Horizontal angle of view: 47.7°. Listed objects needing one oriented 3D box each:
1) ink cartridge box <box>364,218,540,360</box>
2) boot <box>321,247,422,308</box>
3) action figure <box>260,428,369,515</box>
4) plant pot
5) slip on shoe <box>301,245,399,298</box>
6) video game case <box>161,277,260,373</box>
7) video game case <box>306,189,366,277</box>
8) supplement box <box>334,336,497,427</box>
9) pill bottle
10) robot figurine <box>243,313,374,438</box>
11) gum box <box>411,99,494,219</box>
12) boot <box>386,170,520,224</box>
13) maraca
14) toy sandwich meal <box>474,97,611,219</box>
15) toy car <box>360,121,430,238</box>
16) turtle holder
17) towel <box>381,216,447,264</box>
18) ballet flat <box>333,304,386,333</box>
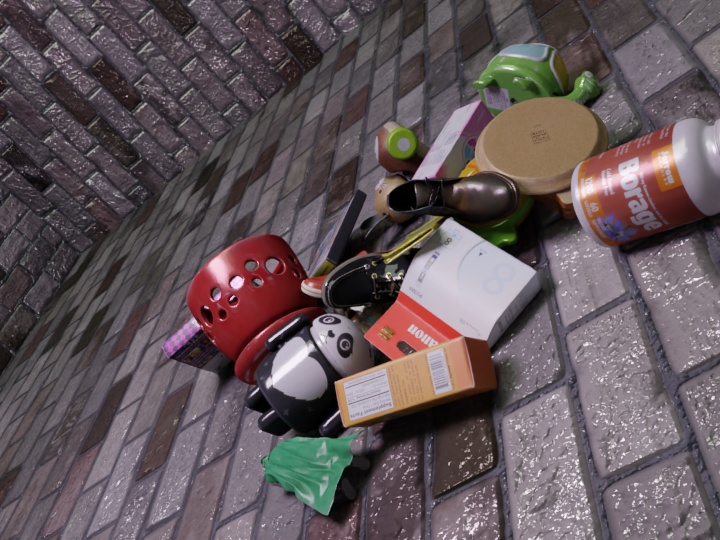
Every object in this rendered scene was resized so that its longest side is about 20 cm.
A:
[{"bbox_3d":[0.114,0.045,1.073,0.200,0.047,0.160,-47,54,-11],"label":"ink cartridge box"},{"bbox_3d":[0.057,0.021,1.188,0.201,0.074,0.153,-15,18,-22],"label":"boot"},{"bbox_3d":[-0.073,0.264,1.093,0.199,0.055,0.119,-7,44,49],"label":"action figure"},{"bbox_3d":[-0.158,0.070,1.340,0.200,0.200,0.183,-41,67,5],"label":"plant pot"},{"bbox_3d":[0.000,0.000,1.294,0.197,0.062,0.074,-13,18,-11],"label":"slip on shoe"},{"bbox_3d":[-0.249,0.105,1.530,0.200,0.181,0.036,-43,65,5],"label":"video game case"},{"bbox_3d":[-0.062,-0.032,1.535,0.181,0.025,0.201,-52,12,45],"label":"video game case"},{"bbox_3d":[0.066,0.142,1.014,0.198,0.066,0.070,-21,70,32],"label":"supplement box"},{"bbox_3d":[0.355,-0.106,0.940,0.199,0.112,0.113,-22,31,43],"label":"pill bottle"},{"bbox_3d":[-0.073,0.153,1.186,0.199,0.151,0.125,-39,12,4],"label":"robot figurine"},{"bbox_3d":[0.171,-0.169,1.347,0.066,0.114,0.201,-12,38,51],"label":"gum box"},{"bbox_3d":[0.123,-0.095,1.118,0.096,0.076,0.199,-11,9,-33],"label":"boot"},{"bbox_3d":[0.193,-0.098,1.204,0.136,0.107,0.202,-6,50,37],"label":"maraca"},{"bbox_3d":[0.261,-0.161,1.144,0.202,0.071,0.207,-10,50,12],"label":"toy sandwich meal"},{"bbox_3d":[0.058,-0.151,1.484,0.201,0.157,0.164,-53,9,9],"label":"toy car"},{"bbox_3d":[0.293,-0.318,1.367,0.132,0.141,0.185,-53,23,-24],"label":"turtle holder"},{"bbox_3d":[0.086,-0.053,1.189,0.086,0.018,0.200,-36,0,17],"label":"towel"},{"bbox_3d":[-0.008,0.058,1.322,0.071,0.071,0.200,-46,23,-5],"label":"ballet flat"}]
